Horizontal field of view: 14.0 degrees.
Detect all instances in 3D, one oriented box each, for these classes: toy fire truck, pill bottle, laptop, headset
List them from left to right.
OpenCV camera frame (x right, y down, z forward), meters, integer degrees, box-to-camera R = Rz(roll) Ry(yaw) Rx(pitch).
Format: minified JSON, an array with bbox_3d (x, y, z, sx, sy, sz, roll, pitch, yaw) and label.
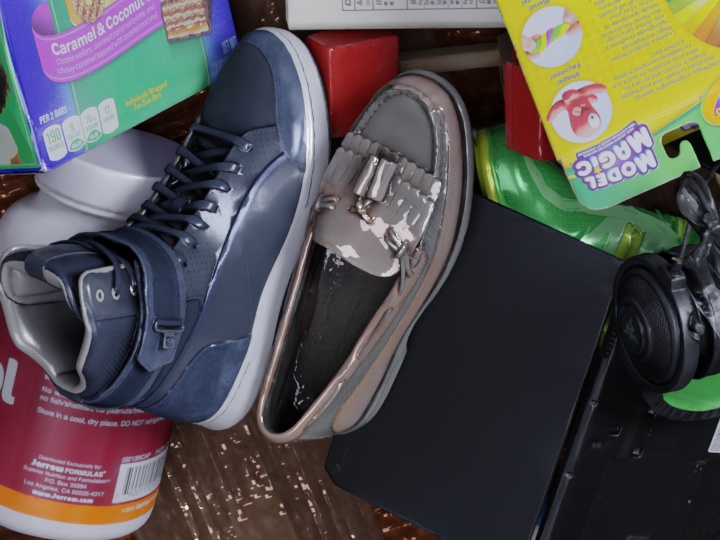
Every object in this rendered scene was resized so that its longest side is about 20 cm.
[{"bbox_3d":[-0.143,0.030,1.531,0.113,0.113,0.201,15,108,2],"label":"pill bottle"},{"bbox_3d":[0.089,-0.097,1.467,0.199,0.141,0.049,-13,113,-30],"label":"toy fire truck"},{"bbox_3d":[0.110,0.057,1.489,0.199,0.103,0.178,5,114,-30],"label":"laptop"},{"bbox_3d":[0.178,0.016,1.362,0.123,0.094,0.200,-31,146,2],"label":"headset"}]

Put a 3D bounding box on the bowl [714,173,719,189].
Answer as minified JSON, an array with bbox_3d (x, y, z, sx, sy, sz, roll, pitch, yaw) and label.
[{"bbox_3d":[0.277,-0.073,1.421,0.200,0.094,0.202,-5,110,-14],"label":"bowl"}]

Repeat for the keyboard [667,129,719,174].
[{"bbox_3d":[0.212,-0.133,1.371,0.040,0.104,0.201,6,113,-42],"label":"keyboard"}]

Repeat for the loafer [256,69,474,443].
[{"bbox_3d":[0.000,0.000,1.429,0.072,0.063,0.201,30,119,23],"label":"loafer"}]

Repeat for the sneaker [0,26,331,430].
[{"bbox_3d":[-0.096,-0.027,1.420,0.077,0.146,0.203,14,93,44],"label":"sneaker"}]

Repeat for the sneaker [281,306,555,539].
[{"bbox_3d":[0.056,0.046,1.529,0.200,0.077,0.111,46,117,-1],"label":"sneaker"}]

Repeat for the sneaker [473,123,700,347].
[{"bbox_3d":[0.133,-0.011,1.508,0.084,0.074,0.200,-41,109,16],"label":"sneaker"}]

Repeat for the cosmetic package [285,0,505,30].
[{"bbox_3d":[0.063,-0.176,1.461,0.199,0.071,0.106,2,106,7],"label":"cosmetic package"}]

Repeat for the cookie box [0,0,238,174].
[{"bbox_3d":[-0.152,-0.167,1.433,0.075,0.171,0.201,-2,110,35],"label":"cookie box"}]

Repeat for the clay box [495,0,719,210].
[{"bbox_3d":[0.122,-0.132,1.360,0.115,0.048,0.201,-23,73,12],"label":"clay box"}]
